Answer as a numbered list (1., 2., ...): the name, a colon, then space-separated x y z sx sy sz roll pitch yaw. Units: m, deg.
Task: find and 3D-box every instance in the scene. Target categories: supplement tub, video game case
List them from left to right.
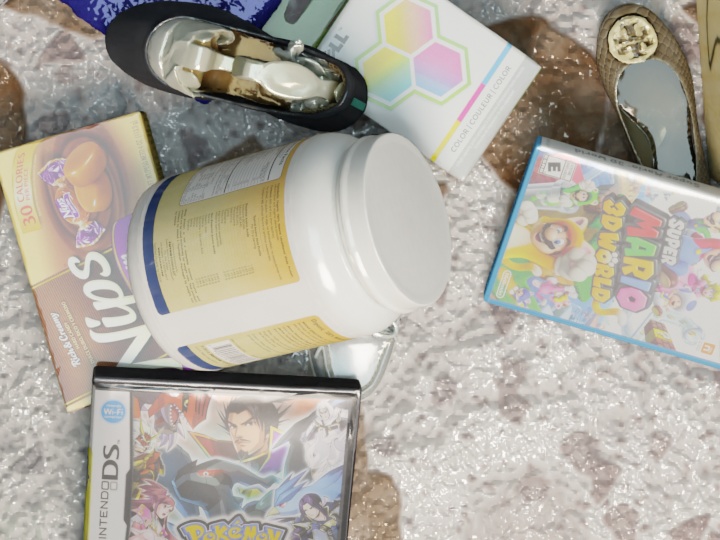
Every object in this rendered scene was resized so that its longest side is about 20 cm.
1. video game case: -0.105 0.164 1.653 0.198 0.026 0.182 3 109 -6
2. supplement tub: -0.050 -0.015 1.568 0.199 0.144 0.146 -13 95 29
3. video game case: 0.205 -0.010 1.649 0.198 0.018 0.144 16 122 -2

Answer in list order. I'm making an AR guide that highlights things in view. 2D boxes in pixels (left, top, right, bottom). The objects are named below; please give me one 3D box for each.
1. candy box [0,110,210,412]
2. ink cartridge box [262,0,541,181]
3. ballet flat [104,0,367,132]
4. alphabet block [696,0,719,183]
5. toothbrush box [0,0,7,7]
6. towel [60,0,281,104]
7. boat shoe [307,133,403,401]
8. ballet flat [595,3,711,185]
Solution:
1. candy box: -0.190 -0.007 1.653 0.116 0.056 0.202 -15 93 0
2. ink cartridge box: 0.024 -0.165 1.644 0.199 0.059 0.104 35 94 -3
3. ballet flat: -0.090 -0.149 1.586 0.198 0.073 0.074 17 94 3
4. alphabet block: 0.355 -0.159 1.585 0.195 0.200 0.197 -3 94 -2
5. toothbrush box: -0.354 -0.245 1.616 0.146 0.085 0.200 -43 95 2
6. towel: -0.113 -0.241 1.645 0.147 0.050 0.201 37 93 3
7. boat shoe: 0.002 -0.001 1.653 0.074 0.065 0.204 12 93 -3
8. ballet flat: 0.224 -0.102 1.660 0.067 0.046 0.202 -14 95 7
